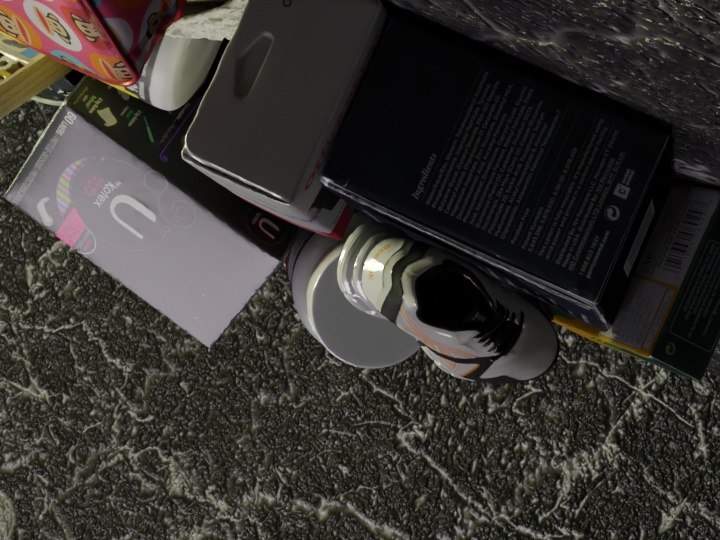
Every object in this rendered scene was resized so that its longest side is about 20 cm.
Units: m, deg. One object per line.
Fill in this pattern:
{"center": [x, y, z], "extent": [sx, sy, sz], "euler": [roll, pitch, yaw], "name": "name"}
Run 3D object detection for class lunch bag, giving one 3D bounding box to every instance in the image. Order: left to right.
{"center": [-0.202, -0.205, 1.032], "extent": [0.175, 0.082, 0.201], "euler": [24, 158, 22], "name": "lunch bag"}

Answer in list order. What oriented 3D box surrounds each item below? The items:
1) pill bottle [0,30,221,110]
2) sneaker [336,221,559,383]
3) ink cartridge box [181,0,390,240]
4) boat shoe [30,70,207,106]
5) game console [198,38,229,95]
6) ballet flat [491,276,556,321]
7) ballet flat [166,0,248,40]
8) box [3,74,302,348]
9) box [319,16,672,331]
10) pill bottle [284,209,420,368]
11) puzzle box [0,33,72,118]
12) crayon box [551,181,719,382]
{"center": [-0.200, -0.205, 1.283], "extent": [0.198, 0.115, 0.114], "euler": [25, 179, 7], "name": "pill bottle"}
{"center": [0.072, 0.035, 1.192], "extent": [0.199, 0.074, 0.080], "euler": [26, 177, -41], "name": "sneaker"}
{"center": [-0.035, -0.110, 1.202], "extent": [0.085, 0.149, 0.200], "euler": [24, 179, 9], "name": "ink cartridge box"}
{"center": [-0.217, -0.173, 1.420], "extent": [0.198, 0.075, 0.066], "euler": [11, 165, 31], "name": "boat shoe"}
{"center": [-0.135, -0.109, 1.454], "extent": [0.199, 0.178, 0.031], "euler": [-26, 177, 36], "name": "game console"}
{"center": [0.078, -0.011, 1.354], "extent": [0.067, 0.057, 0.200], "euler": [51, -178, -45], "name": "ballet flat"}
{"center": [-0.153, -0.190, 1.188], "extent": [0.198, 0.073, 0.072], "euler": [-1, 175, 7], "name": "ballet flat"}
{"center": [-0.149, -0.059, 1.361], "extent": [0.199, 0.122, 0.106], "euler": [36, -139, -7], "name": "box"}
{"center": [0.098, -0.059, 1.198], "extent": [0.195, 0.125, 0.200], "euler": [23, 179, 12], "name": "box"}
{"center": [0.000, 0.000, 1.389], "extent": [0.113, 0.115, 0.200], "euler": [25, -169, -12], "name": "pill bottle"}
{"center": [-0.249, -0.195, 1.384], "extent": [0.132, 0.200, 0.026], "euler": [23, 141, 39], "name": "puzzle box"}
{"center": [0.209, -0.002, 1.314], "extent": [0.051, 0.127, 0.200], "euler": [25, 180, -22], "name": "crayon box"}
